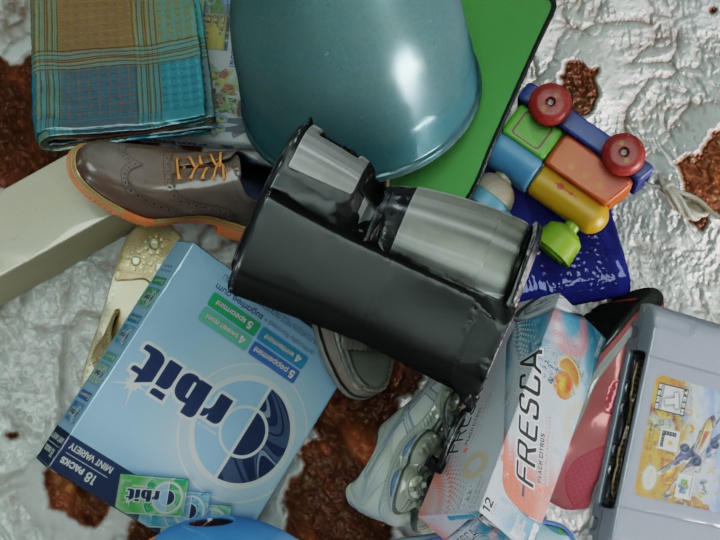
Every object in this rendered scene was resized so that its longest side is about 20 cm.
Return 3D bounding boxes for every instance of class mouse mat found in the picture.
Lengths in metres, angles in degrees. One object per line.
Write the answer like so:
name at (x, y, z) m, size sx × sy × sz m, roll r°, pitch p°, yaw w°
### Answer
mouse mat at (0.065, -0.148, 1.125) m, size 0.160 × 0.008 × 0.201 m, roll 15°, pitch 76°, yaw 42°

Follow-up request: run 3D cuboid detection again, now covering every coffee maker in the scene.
coffee maker at (0.008, 0.014, 0.977) m, size 0.199 × 0.135 × 0.193 m, roll 22°, pitch 71°, yaw 3°

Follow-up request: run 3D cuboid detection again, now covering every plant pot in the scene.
plant pot at (-0.014, -0.202, 1.036) m, size 0.199 × 0.188 × 0.201 m, roll -6°, pitch 51°, yaw 7°

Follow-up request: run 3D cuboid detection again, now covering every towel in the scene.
towel at (-0.201, -0.192, 1.120) m, size 0.146 × 0.022 × 0.201 m, roll -7°, pitch 62°, yaw -5°
towel at (0.114, -0.030, 1.134) m, size 0.199 × 0.050 × 0.148 m, roll -10°, pitch 71°, yaw -3°

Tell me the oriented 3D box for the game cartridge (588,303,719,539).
game cartridge at (0.259, 0.138, 1.076) m, size 0.133 × 0.041 × 0.201 m, roll 14°, pitch 85°, yaw -21°

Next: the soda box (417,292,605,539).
soda box at (0.117, 0.117, 1.027) m, size 0.064 × 0.068 × 0.201 m, roll 42°, pitch 55°, yaw -26°

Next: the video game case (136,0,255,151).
video game case at (-0.141, -0.206, 1.174) m, size 0.181 × 0.022 × 0.201 m, roll 5°, pitch 77°, yaw -1°

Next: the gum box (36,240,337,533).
gum box at (-0.126, 0.106, 1.060) m, size 0.170 × 0.044 × 0.201 m, roll 36°, pitch 78°, yaw -24°

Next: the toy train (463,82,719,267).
toy train at (0.185, -0.050, 1.077) m, size 0.200 × 0.085 × 0.116 m, roll 37°, pitch 86°, yaw 11°

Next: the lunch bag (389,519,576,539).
lunch bag at (0.080, 0.282, 1.046) m, size 0.199 × 0.082 × 0.162 m, roll -9°, pitch 77°, yaw -4°

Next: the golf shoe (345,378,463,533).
golf shoe at (0.054, 0.116, 1.086) m, size 0.078 × 0.097 × 0.200 m, roll 56°, pitch 52°, yaw -26°

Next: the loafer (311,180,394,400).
loafer at (0.000, 0.000, 1.075) m, size 0.072 × 0.063 × 0.201 m, roll 1°, pitch 77°, yaw -39°

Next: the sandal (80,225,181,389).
sandal at (-0.186, 0.058, 1.091) m, size 0.077 × 0.070 × 0.213 m, roll 8°, pitch 78°, yaw 0°

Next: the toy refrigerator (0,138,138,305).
toy refrigerator at (-0.283, -0.027, 1.104) m, size 0.199 × 0.076 × 0.070 m, roll -31°, pitch 81°, yaw -7°

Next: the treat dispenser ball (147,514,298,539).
treat dispenser ball at (-0.100, 0.277, 0.963) m, size 0.200 × 0.201 × 0.202 m, roll 0°, pitch 78°, yaw -2°

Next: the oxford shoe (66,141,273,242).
oxford shoe at (-0.134, -0.076, 1.074) m, size 0.199 × 0.073 × 0.072 m, roll 10°, pitch 56°, yaw -34°

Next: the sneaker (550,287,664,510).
sneaker at (0.197, 0.106, 1.105) m, size 0.087 × 0.074 × 0.200 m, roll 40°, pitch 77°, yaw -16°
